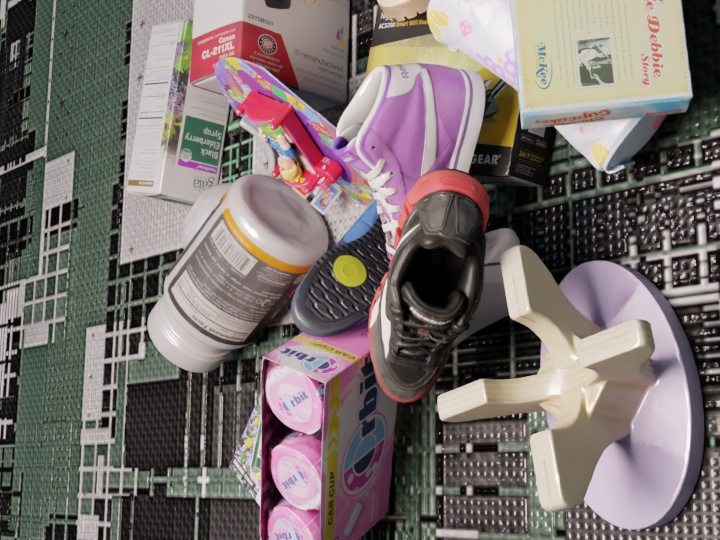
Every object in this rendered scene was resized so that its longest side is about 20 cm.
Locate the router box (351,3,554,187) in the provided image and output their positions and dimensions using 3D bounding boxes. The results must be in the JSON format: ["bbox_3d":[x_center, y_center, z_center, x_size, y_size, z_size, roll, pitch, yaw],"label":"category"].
[{"bbox_3d":[0.085,-0.158,0.972,0.199,0.052,0.158,8,88,48],"label":"router box"}]

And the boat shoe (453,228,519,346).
[{"bbox_3d":[0.062,0.023,0.952,0.200,0.072,0.066,-34,44,45],"label":"boat shoe"}]

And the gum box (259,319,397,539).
[{"bbox_3d":[-0.027,0.149,0.939,0.066,0.113,0.201,17,118,29],"label":"gum box"}]

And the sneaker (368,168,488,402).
[{"bbox_3d":[0.046,0.029,0.823,0.098,0.070,0.201,-81,4,-58],"label":"sneaker"}]

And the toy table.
[{"bbox_3d":[0.159,0.082,0.795,0.184,0.117,0.201,-40,54,36],"label":"toy table"}]

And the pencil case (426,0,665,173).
[{"bbox_3d":[0.142,-0.163,0.837,0.200,0.083,0.091,42,109,17],"label":"pencil case"}]

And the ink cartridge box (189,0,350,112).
[{"bbox_3d":[-0.087,-0.273,1.117,0.083,0.145,0.202,-7,77,46],"label":"ink cartridge box"}]

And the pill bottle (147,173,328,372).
[{"bbox_3d":[-0.130,0.007,1.133,0.200,0.116,0.117,-49,50,31],"label":"pill bottle"}]

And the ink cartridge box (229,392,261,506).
[{"bbox_3d":[-0.049,0.137,1.065,0.109,0.050,0.201,40,113,44],"label":"ink cartridge box"}]

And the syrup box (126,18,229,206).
[{"bbox_3d":[-0.205,-0.179,1.280,0.081,0.078,0.202,6,87,48],"label":"syrup box"}]

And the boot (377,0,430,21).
[{"bbox_3d":[0.013,-0.305,1.013,0.075,0.108,0.200,-32,28,-1],"label":"boot"}]

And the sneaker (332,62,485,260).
[{"bbox_3d":[0.023,-0.062,0.868,0.073,0.114,0.202,27,113,58],"label":"sneaker"}]

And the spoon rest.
[{"bbox_3d":[-0.135,-0.082,1.176,0.200,0.060,0.100,-54,4,41],"label":"spoon rest"}]

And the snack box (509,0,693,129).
[{"bbox_3d":[0.161,-0.205,0.774,0.115,0.037,0.202,-5,80,8],"label":"snack box"}]

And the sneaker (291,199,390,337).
[{"bbox_3d":[0.000,0.000,0.961,0.066,0.200,0.078,40,140,0],"label":"sneaker"}]

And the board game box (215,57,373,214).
[{"bbox_3d":[-0.066,-0.113,1.024,0.039,0.200,0.158,-53,7,-14],"label":"board game box"}]
